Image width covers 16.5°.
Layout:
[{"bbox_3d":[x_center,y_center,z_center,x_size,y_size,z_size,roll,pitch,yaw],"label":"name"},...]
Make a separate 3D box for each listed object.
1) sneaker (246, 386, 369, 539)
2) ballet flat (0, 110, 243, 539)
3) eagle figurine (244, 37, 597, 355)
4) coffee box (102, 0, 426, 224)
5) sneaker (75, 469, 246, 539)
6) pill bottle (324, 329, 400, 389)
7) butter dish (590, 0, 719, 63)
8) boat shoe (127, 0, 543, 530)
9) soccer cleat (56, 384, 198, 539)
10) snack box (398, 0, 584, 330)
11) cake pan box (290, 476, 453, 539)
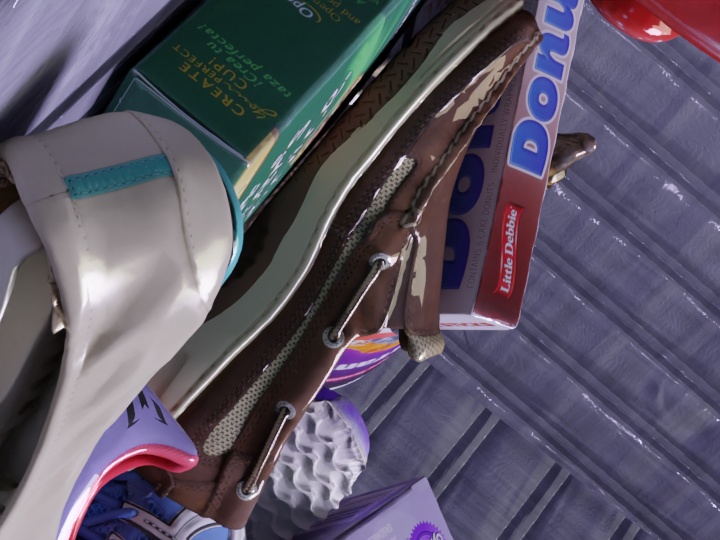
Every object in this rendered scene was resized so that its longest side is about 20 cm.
[{"bbox_3d":[-0.083,0.072,1.015,0.199,0.070,0.100,-19,-155,24],"label":"sneaker"},{"bbox_3d":[-0.099,0.036,0.613,0.200,0.069,0.070,-56,178,37],"label":"ballet flat"},{"bbox_3d":[-0.015,-0.026,0.945,0.151,0.199,0.153,-132,-143,-57],"label":"eagle figurine"},{"bbox_3d":[-0.033,-0.052,0.760,0.123,0.044,0.200,-52,180,38],"label":"coffee box"},{"bbox_3d":[-0.085,0.113,0.824,0.077,0.075,0.201,65,22,-52],"label":"sneaker"},{"bbox_3d":[-0.018,-0.006,1.140,0.112,0.111,0.200,-52,-178,-19],"label":"pill bottle"},{"bbox_3d":[0.124,-0.133,0.800,0.148,0.199,0.200,-51,-179,40],"label":"butter dish"},{"bbox_3d":[0.000,-0.001,0.820,0.203,0.075,0.075,-49,-178,9],"label":"boat shoe"},{"bbox_3d":[-0.134,0.106,0.760,0.200,0.076,0.067,-53,179,-10],"label":"soccer cleat"},{"bbox_3d":[0.044,-0.078,0.867,0.072,0.024,0.201,-1,-107,52],"label":"snack box"},{"bbox_3d":[-0.078,0.154,0.988,0.184,0.053,0.200,-19,-173,37],"label":"cake pan box"}]
